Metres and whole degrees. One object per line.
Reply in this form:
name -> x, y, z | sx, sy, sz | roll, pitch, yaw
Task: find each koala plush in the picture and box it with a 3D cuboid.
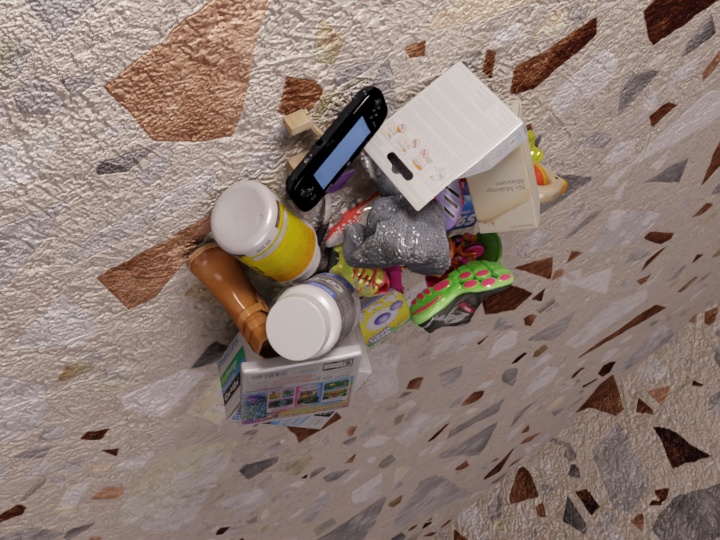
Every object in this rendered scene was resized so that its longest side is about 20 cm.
koala plush -> 0.071, -0.105, 1.458 | 0.174, 0.204, 0.184 | 6, 175, -8

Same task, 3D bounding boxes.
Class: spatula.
spatula -> -0.056, -0.093, 1.540 | 0.056, 0.021, 0.201 | -21, 150, -31

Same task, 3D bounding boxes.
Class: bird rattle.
bird rattle -> 0.269, -0.171, 1.632 | 0.198, 0.162, 0.114 | -10, 128, -53

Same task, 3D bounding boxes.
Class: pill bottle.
pill bottle -> -0.074, 0.072, 1.490 | 0.113, 0.114, 0.200 | -41, 178, 15
pill bottle -> -0.134, -0.049, 1.432 | 0.109, 0.110, 0.200 | -37, 152, 8

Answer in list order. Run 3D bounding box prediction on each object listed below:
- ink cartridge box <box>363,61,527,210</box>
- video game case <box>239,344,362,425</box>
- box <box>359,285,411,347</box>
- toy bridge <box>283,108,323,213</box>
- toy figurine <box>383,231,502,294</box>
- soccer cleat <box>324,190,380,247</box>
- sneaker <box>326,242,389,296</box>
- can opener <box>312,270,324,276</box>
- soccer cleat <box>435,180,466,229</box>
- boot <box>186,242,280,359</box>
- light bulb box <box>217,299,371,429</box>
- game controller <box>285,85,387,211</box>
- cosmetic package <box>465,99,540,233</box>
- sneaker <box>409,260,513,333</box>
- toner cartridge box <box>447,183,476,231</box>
ink cartridge box -> 0.122, -0.192, 1.405 | 0.199, 0.161, 0.047 | -40, 149, 1
video game case -> -0.102, 0.192, 1.580 | 0.196, 0.024, 0.183 | -8, 145, -13
box -> 0.036, 0.082, 1.888 | 0.116, 0.049, 0.200 | -33, 154, 0
toy bridge -> -0.074, -0.163, 1.405 | 0.066, 0.027, 0.201 | -27, 150, -16
toy figurine -> 0.133, -0.013, 1.746 | 0.182, 0.153, 0.200 | 6, 148, -38
soccer cleat -> 0.031, -0.087, 1.561 | 0.199, 0.086, 0.069 | -36, 176, -1
sneaker -> 0.000, 0.000, 1.653 | 0.089, 0.080, 0.200 | 7, 170, 19
can opener -> -0.114, 0.078, 1.723 | 0.199, 0.079, 0.064 | -42, -172, 22
soccer cleat -> 0.134, -0.155, 1.563 | 0.075, 0.067, 0.203 | -18, 131, -32
boot -> -0.186, 0.050, 1.482 | 0.073, 0.156, 0.200 | -34, 152, 5
light bulb box -> -0.120, 0.170, 1.675 | 0.197, 0.126, 0.199 | 10, 136, -32
game controller -> -0.032, -0.173, 1.370 | 0.201, 0.042, 0.104 | -50, 153, -4
cosmetic package -> 0.219, -0.160, 1.502 | 0.102, 0.074, 0.202 | -6, 131, 19
sneaker -> 0.184, 0.048, 1.711 | 0.197, 0.078, 0.084 | -25, 134, 13
toner cartridge box -> 0.138, -0.111, 1.694 | 0.197, 0.043, 0.096 | -12, 144, -35
